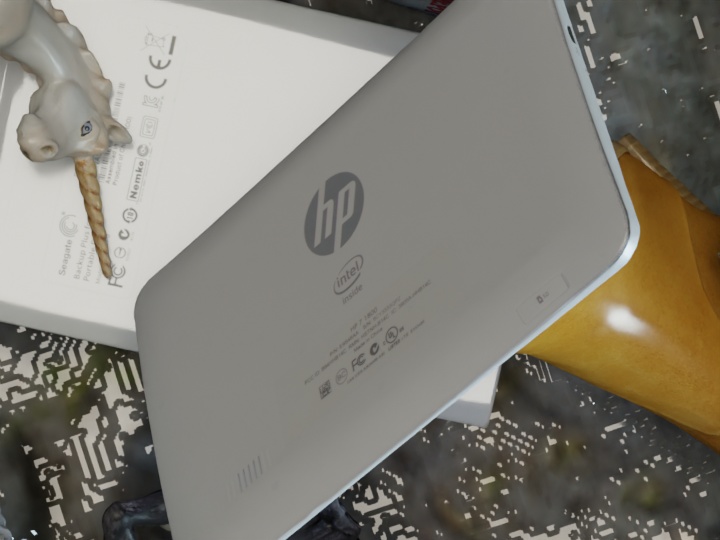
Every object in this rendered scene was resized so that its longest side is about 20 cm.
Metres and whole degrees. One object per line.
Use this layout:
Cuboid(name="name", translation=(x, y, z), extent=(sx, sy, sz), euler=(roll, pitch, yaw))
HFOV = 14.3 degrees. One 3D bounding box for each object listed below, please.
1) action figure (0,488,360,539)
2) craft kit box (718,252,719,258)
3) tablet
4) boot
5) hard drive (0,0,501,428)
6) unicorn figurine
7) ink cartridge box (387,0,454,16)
Cuboid(name="action figure", translation=(-0.102, 0.123, 0.965), extent=(0.200, 0.119, 0.102), euler=(-41, 133, -8))
Cuboid(name="craft kit box", translation=(0.250, 0.008, 0.949), extent=(0.198, 0.049, 0.200), euler=(-40, 107, -6))
Cuboid(name="tablet", translation=(0.000, 0.000, 0.890), extent=(0.014, 0.130, 0.200), euler=(24, 128, -38))
Cuboid(name="boot", translation=(0.111, 0.028, 0.942), extent=(0.144, 0.201, 0.071), euler=(47, 111, 3))
Cuboid(name="hard drive", translation=(-0.039, -0.030, 1.015), extent=(0.200, 0.026, 0.132), euler=(13, 88, -4))
Cuboid(name="unicorn figurine", translation=(-0.153, -0.094, 0.946), extent=(0.200, 0.137, 0.074), euler=(42, 97, 14))
Cuboid(name="ink cartridge box", translation=(-0.022, -0.181, 0.961), extent=(0.200, 0.145, 0.145), euler=(18, 87, -4))
